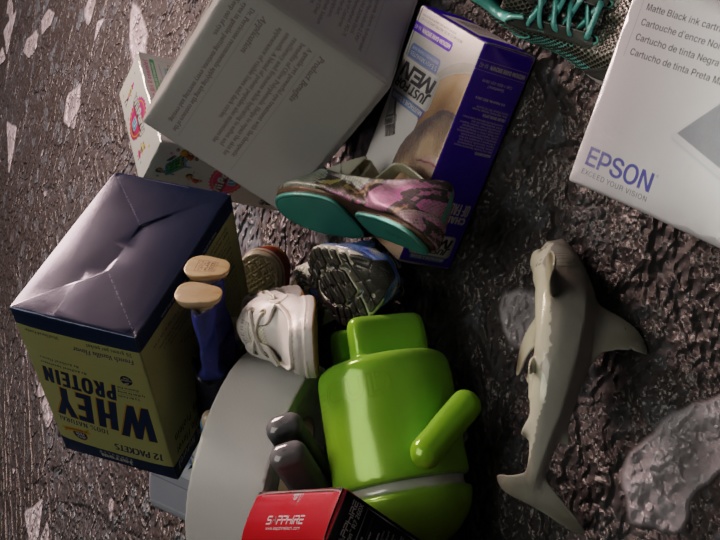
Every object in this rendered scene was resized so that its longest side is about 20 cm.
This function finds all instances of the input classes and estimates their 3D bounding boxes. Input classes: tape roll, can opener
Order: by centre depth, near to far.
[{"bbox_3d":[-0.047,0.193,0.933,0.201,0.065,0.053,73,-179,-52],"label":"can opener"},{"bbox_3d":[-0.091,0.180,1.017,0.070,0.202,0.206,13,94,13],"label":"tape roll"}]

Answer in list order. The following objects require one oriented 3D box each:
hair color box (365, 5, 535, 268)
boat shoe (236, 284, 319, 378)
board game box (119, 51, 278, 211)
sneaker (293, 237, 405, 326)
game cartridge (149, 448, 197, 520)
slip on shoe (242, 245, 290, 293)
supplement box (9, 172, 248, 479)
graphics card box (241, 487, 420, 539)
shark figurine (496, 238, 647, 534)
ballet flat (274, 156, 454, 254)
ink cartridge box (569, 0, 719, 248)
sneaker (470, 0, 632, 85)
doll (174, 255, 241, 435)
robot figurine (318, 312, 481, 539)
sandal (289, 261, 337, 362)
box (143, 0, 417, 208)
[{"bbox_3d":[0.066,-0.118,0.961,0.109,0.064,0.203,45,121,50],"label":"hair color box"},{"bbox_3d":[-0.077,0.054,0.967,0.200,0.068,0.072,-155,65,-78],"label":"boat shoe"},{"bbox_3d":[-0.149,-0.147,1.175,0.065,0.197,0.149,-54,41,34],"label":"board game box"},{"bbox_3d":[0.000,0.000,0.990,0.080,0.088,0.200,65,165,-5],"label":"sneaker"},{"bbox_3d":[-0.163,0.188,1.197,0.131,0.040,0.203,21,103,16],"label":"game cartridge"},{"bbox_3d":[-0.115,0.064,1.208,0.073,0.061,0.203,18,113,12],"label":"slip on shoe"},{"bbox_3d":[-0.210,0.052,1.064,0.202,0.132,0.201,84,-156,-43],"label":"supplement box"},{"bbox_3d":[0.017,0.237,0.831,0.125,0.199,0.051,-18,41,52],"label":"graphics card box"},{"bbox_3d":[0.156,0.071,0.770,0.128,0.088,0.219,93,-175,-75],"label":"shark figurine"},{"bbox_3d":[0.008,-0.063,0.930,0.198,0.069,0.072,14,65,48],"label":"ballet flat"},{"bbox_3d":[0.243,-0.116,0.671,0.199,0.040,0.203,31,109,43],"label":"ink cartridge box"},{"bbox_3d":[0.150,-0.193,0.821,0.200,0.090,0.079,37,114,54],"label":"sneaker"},{"bbox_3d":[-0.134,0.087,1.014,0.137,0.047,0.203,-81,-8,-55],"label":"doll"},{"bbox_3d":[0.028,0.141,0.900,0.175,0.114,0.204,140,123,-60],"label":"robot figurine"},{"bbox_3d":[-0.077,0.078,1.124,0.203,0.079,0.057,-61,34,8],"label":"sandal"},{"bbox_3d":[-0.071,-0.214,1.040,0.199,0.170,0.202,-45,19,42],"label":"box"}]
